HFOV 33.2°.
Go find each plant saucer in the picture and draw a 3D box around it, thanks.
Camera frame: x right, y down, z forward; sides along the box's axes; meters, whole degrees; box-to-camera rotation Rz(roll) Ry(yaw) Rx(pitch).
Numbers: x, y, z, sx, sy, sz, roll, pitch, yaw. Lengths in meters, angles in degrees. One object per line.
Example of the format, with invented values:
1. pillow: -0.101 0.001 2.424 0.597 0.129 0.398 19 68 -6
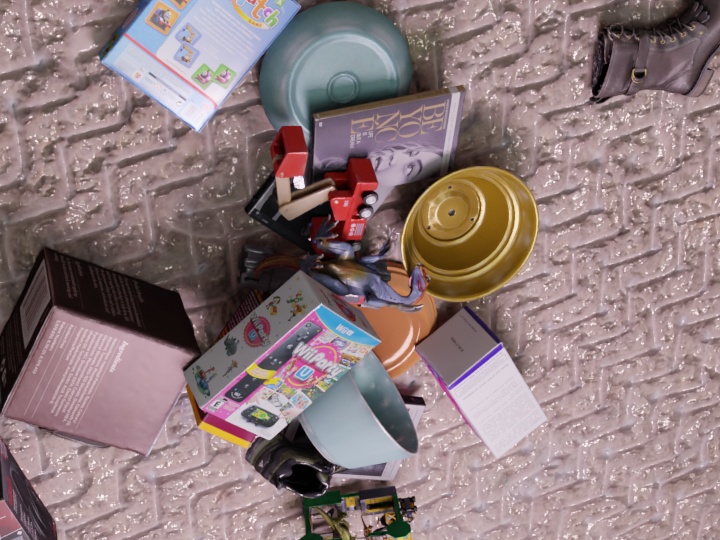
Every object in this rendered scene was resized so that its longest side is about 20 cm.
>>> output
1. plant saucer: 0.018 0.084 1.714 0.199 0.037 0.201 -9 120 -15
2. plant saucer: -0.025 -0.232 1.503 0.199 0.036 0.201 -8 119 -15

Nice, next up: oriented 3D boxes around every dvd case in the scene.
1. dvd case: -0.035 -0.118 1.594 0.150 0.025 0.200 33 102 -30
2. dvd case: -0.019 0.241 1.776 0.199 0.025 0.151 7 121 -23
3. dvd case: 0.033 -0.160 1.538 0.199 0.016 0.149 -13 143 -15

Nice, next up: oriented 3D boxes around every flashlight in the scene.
1. flashlight: -0.062 0.004 1.605 0.199 0.068 0.068 11 94 -15

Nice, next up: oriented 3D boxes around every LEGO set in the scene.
1. LEGO set: -0.006 0.412 1.818 0.199 0.154 0.116 -12 121 -9

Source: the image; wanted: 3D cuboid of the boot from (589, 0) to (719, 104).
1. boot: 0.401 -0.312 1.614 0.173 0.069 0.201 0 119 -20

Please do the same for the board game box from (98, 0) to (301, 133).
1. board game box: -0.191 -0.287 1.441 0.151 0.037 0.200 35 102 -31

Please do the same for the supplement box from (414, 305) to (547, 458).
1. supplement box: 0.178 0.165 1.753 0.103 0.101 0.200 -39 131 -2

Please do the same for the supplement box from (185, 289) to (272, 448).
1. supplement box: -0.143 0.123 1.635 0.085 0.110 0.200 28 105 -30

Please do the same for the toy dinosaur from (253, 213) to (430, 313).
1. toy dinosaur: 0.000 0.000 1.564 0.181 0.199 0.105 37 61 -46

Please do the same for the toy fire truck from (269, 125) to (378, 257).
1. toy fire truck: -0.053 -0.093 1.522 0.140 0.049 0.200 -1 139 -18

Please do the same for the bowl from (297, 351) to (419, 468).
1. bowl: -0.017 0.185 1.628 0.105 0.201 0.201 -31 123 11

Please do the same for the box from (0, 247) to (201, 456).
1. box: -0.335 0.102 1.524 0.199 0.166 0.165 22 108 -27

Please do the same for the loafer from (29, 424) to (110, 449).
1. loafer: -0.405 0.194 1.605 0.200 0.072 0.073 31 103 -31

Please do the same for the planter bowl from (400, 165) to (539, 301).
1. planter bowl: 0.137 -0.065 1.647 0.199 0.084 0.201 -8 119 -14

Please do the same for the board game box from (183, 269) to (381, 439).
1. board game box: -0.095 0.108 1.497 0.200 0.064 0.147 -42 143 10

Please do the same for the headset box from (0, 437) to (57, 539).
1. headset box: -0.476 0.330 1.609 0.077 0.149 0.201 -24 122 -6

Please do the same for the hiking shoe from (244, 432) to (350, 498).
1. hiking shoe: -0.067 0.280 1.681 0.199 0.101 0.076 8 124 -45
